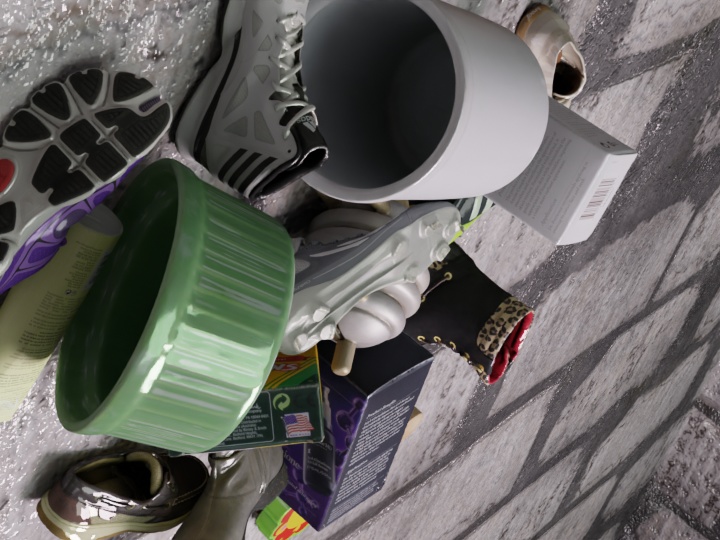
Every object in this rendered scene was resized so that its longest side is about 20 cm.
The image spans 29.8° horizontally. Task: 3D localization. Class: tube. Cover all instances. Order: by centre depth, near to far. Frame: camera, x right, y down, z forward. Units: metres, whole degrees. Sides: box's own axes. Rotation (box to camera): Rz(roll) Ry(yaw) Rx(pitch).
[{"bbox_3d":[-0.239,0.038,0.975,0.058,0.052,0.200,23,112,-25],"label":"tube"}]

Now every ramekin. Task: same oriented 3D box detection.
[{"bbox_3d":[-0.129,0.031,0.949,0.098,0.200,0.200,22,108,-25],"label":"ramekin"}]

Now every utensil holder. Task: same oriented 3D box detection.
[{"bbox_3d":[0.047,-0.140,1.095,0.170,0.170,0.200,-60,158,17],"label":"utensil holder"}]

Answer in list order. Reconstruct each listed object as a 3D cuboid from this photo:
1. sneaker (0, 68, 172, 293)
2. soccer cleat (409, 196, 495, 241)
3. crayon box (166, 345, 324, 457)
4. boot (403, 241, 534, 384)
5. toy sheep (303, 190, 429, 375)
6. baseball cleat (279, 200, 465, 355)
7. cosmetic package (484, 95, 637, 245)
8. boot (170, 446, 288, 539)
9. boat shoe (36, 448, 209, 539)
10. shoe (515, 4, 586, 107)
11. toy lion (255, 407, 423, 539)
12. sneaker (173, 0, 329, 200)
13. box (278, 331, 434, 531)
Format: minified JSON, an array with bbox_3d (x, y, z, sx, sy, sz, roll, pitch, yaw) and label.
[{"bbox_3d":[-0.208,-0.053,0.891,0.200,0.081,0.083,-41,169,-3],"label":"sneaker"},{"bbox_3d":[0.122,-0.100,1.415,0.200,0.067,0.081,-43,142,-20],"label":"soccer cleat"},{"bbox_3d":[-0.097,0.099,1.152,0.200,0.127,0.051,-110,-166,-80],"label":"crayon box"},{"bbox_3d":[0.091,0.074,1.484,0.073,0.150,0.200,-4,127,-60],"label":"boot"},{"bbox_3d":[0.000,0.000,1.241,0.138,0.138,0.200,66,39,-63],"label":"toy sheep"},{"bbox_3d":[-0.013,-0.013,1.126,0.200,0.106,0.070,-34,140,-23],"label":"baseball cleat"},{"bbox_3d":[0.141,-0.118,1.248,0.074,0.200,0.102,-9,133,-57],"label":"cosmetic package"},{"bbox_3d":[-0.130,0.186,1.238,0.200,0.068,0.131,-53,146,-50],"label":"boot"},{"bbox_3d":[-0.199,0.196,1.222,0.065,0.073,0.200,-52,159,25],"label":"boat shoe"},{"bbox_3d":[0.202,-0.203,1.424,0.070,0.053,0.200,-49,156,-8],"label":"shoe"},{"bbox_3d":[-0.035,0.241,1.612,0.200,0.069,0.192,-24,150,-48],"label":"toy lion"},{"bbox_3d":[-0.049,-0.141,0.977,0.076,0.115,0.201,-12,134,-56],"label":"sneaker"},{"bbox_3d":[-0.036,0.130,1.342,0.104,0.148,0.200,-27,144,-43],"label":"box"}]
